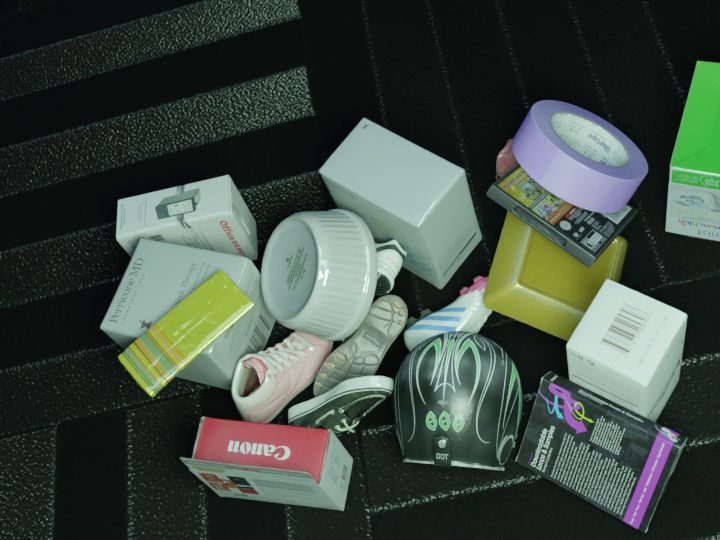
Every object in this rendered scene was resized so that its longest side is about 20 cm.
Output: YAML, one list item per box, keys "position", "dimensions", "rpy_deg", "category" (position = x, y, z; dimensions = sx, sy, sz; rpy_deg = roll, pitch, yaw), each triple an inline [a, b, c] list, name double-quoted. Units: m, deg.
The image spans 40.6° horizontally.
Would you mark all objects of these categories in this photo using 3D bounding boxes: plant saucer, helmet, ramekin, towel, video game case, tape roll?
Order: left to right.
- position: [-0.253, 0.091, 1.419]
  dimensions: [0.200, 0.018, 0.086]
  rpy_deg: [-42, 66, -9]
  category: "towel"
- position: [-0.070, 0.002, 1.462]
  dimensions: [0.202, 0.094, 0.203]
  rpy_deg: [-14, 72, 51]
  category: "ramekin"
- position: [0.136, 0.179, 1.364]
  dimensions: [0.199, 0.200, 0.192]
  rpy_deg: [2, 79, 16]
  category: "helmet"
- position: [0.301, -0.006, 1.443]
  dimensions: [0.199, 0.048, 0.201]
  rpy_deg: [23, 66, -6]
  category: "plant saucer"
- position: [0.303, -0.100, 1.446]
  dimensions: [0.181, 0.026, 0.200]
  rpy_deg: [37, 38, 13]
  category: "video game case"
- position: [0.333, -0.175, 1.477]
  dimensions: [0.199, 0.066, 0.200]
  rpy_deg: [18, 36, -14]
  category: "tape roll"

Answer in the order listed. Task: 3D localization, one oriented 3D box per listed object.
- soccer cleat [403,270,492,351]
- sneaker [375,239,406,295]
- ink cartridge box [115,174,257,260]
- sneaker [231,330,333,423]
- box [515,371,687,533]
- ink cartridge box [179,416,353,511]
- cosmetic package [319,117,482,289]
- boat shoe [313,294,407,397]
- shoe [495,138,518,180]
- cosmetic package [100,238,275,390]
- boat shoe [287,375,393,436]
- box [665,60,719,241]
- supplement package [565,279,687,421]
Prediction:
- position: [0.162, 0.076, 1.482]
  dimensions: [0.200, 0.070, 0.087]
  rpy_deg: [-32, 68, 2]
  category: "soccer cleat"
- position: [0.000, 0.000, 1.530]
  dimensions: [0.200, 0.074, 0.080]
  rpy_deg: [-7, 41, 51]
  category: "sneaker"
- position: [-0.287, -0.068, 1.634]
  dimensions: [0.199, 0.146, 0.084]
  rpy_deg: [-12, 57, 8]
  category: "ink cartridge box"
- position: [-0.121, 0.143, 1.494]
  dimensions: [0.075, 0.105, 0.200]
  rpy_deg: [32, 72, 30]
  category: "sneaker"
- position: [0.317, 0.241, 1.305]
  dimensions: [0.200, 0.143, 0.036]
  rpy_deg: [26, 29, 25]
  category: "box"
- position: [-0.130, 0.268, 1.382]
  dimensions: [0.199, 0.176, 0.084]
  rpy_deg: [3, 62, 16]
  category: "ink cartridge box"
- position: [0.067, -0.103, 1.525]
  dimensions: [0.199, 0.200, 0.123]
  rpy_deg: [31, 73, 29]
  category: "cosmetic package"
- position: [0.003, 0.123, 1.493]
  dimensions: [0.076, 0.072, 0.200]
  rpy_deg: [41, 92, 0]
  category: "boat shoe"
- position: [0.259, -0.131, 1.568]
  dimensions: [0.091, 0.072, 0.201]
  rpy_deg: [8, 58, 21]
  category: "shoe"
- position: [-0.262, 0.072, 1.535]
  dimensions: [0.199, 0.166, 0.168]
  rpy_deg: [10, 65, 21]
  category: "cosmetic package"
- position: [-0.027, 0.210, 1.421]
  dimensions: [0.200, 0.071, 0.064]
  rpy_deg: [-30, 53, 36]
  category: "boat shoe"
- position: [0.527, -0.176, 1.454]
  dimensions: [0.096, 0.177, 0.201]
  rpy_deg: [12, 65, 21]
  category: "box"
- position: [0.358, 0.125, 1.314]
  dimensions: [0.117, 0.200, 0.117]
  rpy_deg: [26, 70, 26]
  category: "supplement package"
